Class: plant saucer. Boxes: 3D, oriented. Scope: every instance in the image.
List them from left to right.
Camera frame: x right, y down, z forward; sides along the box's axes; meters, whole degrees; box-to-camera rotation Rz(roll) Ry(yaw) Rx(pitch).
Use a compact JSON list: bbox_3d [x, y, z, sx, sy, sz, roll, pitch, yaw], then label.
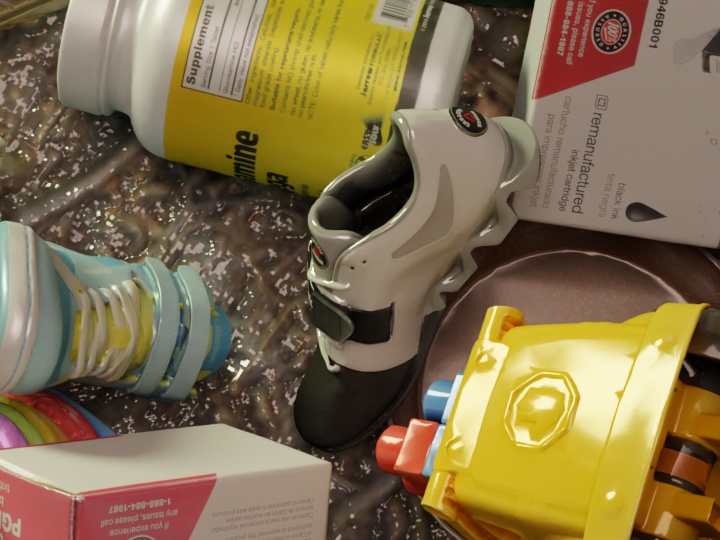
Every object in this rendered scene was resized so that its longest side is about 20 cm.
[{"bbox_3d":[0.110,0.064,1.133,0.198,0.035,0.202,0,71,-1],"label":"plant saucer"}]

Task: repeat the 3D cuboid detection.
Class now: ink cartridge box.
[{"bbox_3d":[-0.097,0.180,0.989,0.146,0.082,0.202,-3,102,-43],"label":"ink cartridge box"},{"bbox_3d":[0.183,-0.091,1.116,0.198,0.145,0.084,8,31,-3],"label":"ink cartridge box"}]

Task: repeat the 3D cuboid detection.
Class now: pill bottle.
[{"bbox_3d":[-0.049,-0.102,1.141,0.198,0.113,0.113,14,72,4],"label":"pill bottle"}]

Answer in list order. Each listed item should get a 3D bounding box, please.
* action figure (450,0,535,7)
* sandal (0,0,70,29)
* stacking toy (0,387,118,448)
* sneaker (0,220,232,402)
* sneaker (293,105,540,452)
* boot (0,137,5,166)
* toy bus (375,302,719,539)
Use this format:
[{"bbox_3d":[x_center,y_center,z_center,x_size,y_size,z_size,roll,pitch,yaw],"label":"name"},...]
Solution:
[{"bbox_3d":[0.004,-0.166,1.176,0.198,0.118,0.055,4,63,10],"label":"action figure"},{"bbox_3d":[-0.191,-0.165,1.194,0.199,0.054,0.081,-19,78,-23],"label":"sandal"},{"bbox_3d":[-0.180,0.096,1.023,0.109,0.200,0.116,34,82,10],"label":"stacking toy"},{"bbox_3d":[-0.120,0.026,1.060,0.129,0.200,0.080,14,96,-10],"label":"sneaker"},{"bbox_3d":[0.000,0.000,1.079,0.088,0.201,0.074,12,30,-33],"label":"sneaker"},{"bbox_3d":[-0.250,0.001,1.125,0.106,0.075,0.202,19,71,-1],"label":"boot"},{"bbox_3d":[0.112,0.102,1.034,0.191,0.200,0.137,4,66,38],"label":"toy bus"}]
